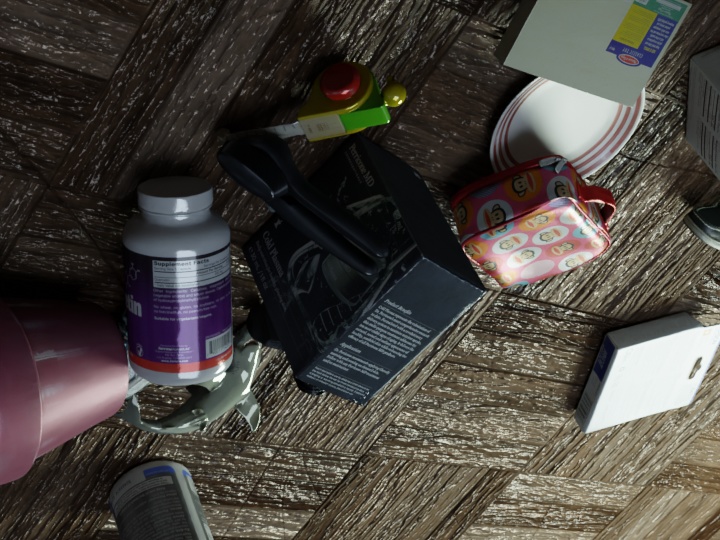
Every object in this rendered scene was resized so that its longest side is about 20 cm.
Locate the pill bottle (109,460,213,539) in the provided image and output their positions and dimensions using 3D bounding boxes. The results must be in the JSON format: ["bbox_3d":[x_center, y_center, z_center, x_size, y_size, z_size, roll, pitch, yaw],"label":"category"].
[{"bbox_3d":[-0.243,0.354,1.694,0.113,0.201,0.114,-16,140,-14],"label":"pill bottle"}]

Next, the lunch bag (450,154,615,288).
[{"bbox_3d":[0.214,-0.058,1.571,0.175,0.083,0.200,-22,154,18],"label":"lunch bag"}]

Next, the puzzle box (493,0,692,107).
[{"bbox_3d":[0.251,-0.258,1.428,0.198,0.025,0.134,12,117,-35],"label":"puzzle box"}]

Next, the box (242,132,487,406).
[{"bbox_3d":[0.000,0.000,1.447,0.196,0.201,0.123,-43,138,18],"label":"box"}]

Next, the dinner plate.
[{"bbox_3d":[0.236,-0.172,1.541,0.198,0.024,0.201,-17,140,-15],"label":"dinner plate"}]

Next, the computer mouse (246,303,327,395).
[{"bbox_3d":[-0.079,0.083,1.505,0.058,0.200,0.034,9,110,-30],"label":"computer mouse"}]

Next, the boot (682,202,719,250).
[{"bbox_3d":[0.525,-0.103,1.753,0.202,0.074,0.155,0,132,-40],"label":"boot"}]

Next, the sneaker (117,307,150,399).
[{"bbox_3d":[-0.245,0.065,1.490,0.199,0.078,0.086,-38,129,1],"label":"sneaker"}]

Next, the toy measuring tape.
[{"bbox_3d":[-0.049,-0.170,1.358,0.198,0.074,0.074,-9,144,14],"label":"toy measuring tape"}]

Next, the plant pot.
[{"bbox_3d":[-0.349,0.109,1.385,0.178,0.200,0.201,-13,142,-44],"label":"plant pot"}]

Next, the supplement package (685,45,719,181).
[{"bbox_3d":[0.517,-0.174,1.564,0.189,0.201,0.148,-23,142,-6],"label":"supplement package"}]

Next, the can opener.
[{"bbox_3d":[-0.058,-0.063,1.338,0.079,0.199,0.063,-52,-178,-42],"label":"can opener"}]

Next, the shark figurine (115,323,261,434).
[{"bbox_3d":[-0.206,0.152,1.590,0.213,0.089,0.129,-27,118,-27],"label":"shark figurine"}]

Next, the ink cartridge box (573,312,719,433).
[{"bbox_3d":[0.434,0.149,2.001,0.198,0.041,0.201,-11,138,-21],"label":"ink cartridge box"}]

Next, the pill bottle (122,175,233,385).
[{"bbox_3d":[-0.189,0.010,1.381,0.111,0.112,0.202,-8,111,-23],"label":"pill bottle"}]
